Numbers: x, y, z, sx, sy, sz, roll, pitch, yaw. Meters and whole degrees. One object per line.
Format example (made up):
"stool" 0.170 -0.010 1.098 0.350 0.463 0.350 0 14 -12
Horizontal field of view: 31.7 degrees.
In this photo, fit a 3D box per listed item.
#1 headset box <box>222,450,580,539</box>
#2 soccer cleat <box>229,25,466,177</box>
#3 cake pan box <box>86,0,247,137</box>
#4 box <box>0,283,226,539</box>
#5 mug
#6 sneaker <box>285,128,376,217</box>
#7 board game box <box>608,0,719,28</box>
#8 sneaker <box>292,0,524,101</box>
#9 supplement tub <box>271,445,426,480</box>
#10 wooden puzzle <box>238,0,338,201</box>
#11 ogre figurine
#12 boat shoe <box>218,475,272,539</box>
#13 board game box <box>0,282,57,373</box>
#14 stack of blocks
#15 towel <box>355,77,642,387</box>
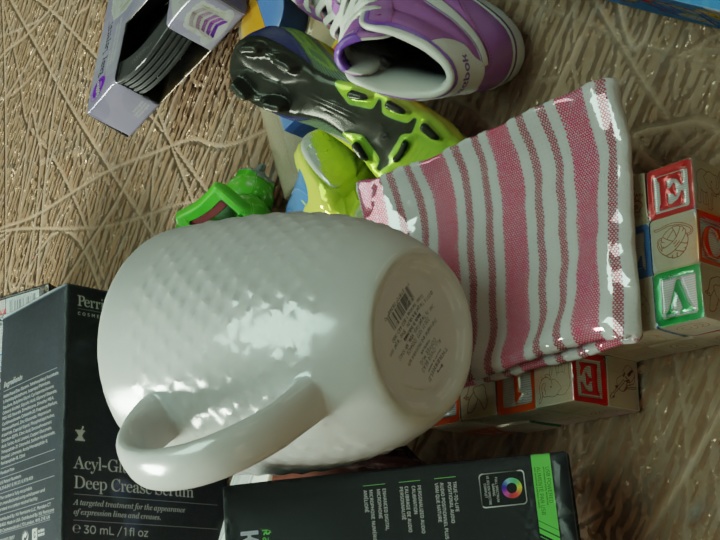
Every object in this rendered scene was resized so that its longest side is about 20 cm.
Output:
"headset box" 0.037 0.196 0.678 0.199 0.093 0.175 -6 73 6
"soccer cleat" 0.005 -0.111 0.862 0.200 0.084 0.065 30 122 14
"cake pan box" -0.162 -0.237 1.101 0.184 0.052 0.200 -38 38 40
"box" -0.194 0.129 0.994 0.107 0.148 0.201 -23 63 43
"mug" -0.047 0.052 0.684 0.175 0.200 0.148 -6 114 40
"sneaker" 0.000 0.000 0.879 0.105 0.076 0.200 -63 38 44
"board game box" 0.192 -0.246 0.719 0.200 0.056 0.196 30 102 49
"sneaker" -0.001 -0.171 0.824 0.200 0.114 0.073 29 125 27
"supplement tub" -0.007 0.179 0.795 0.107 0.107 0.201 -11 71 47
"wooden puzzle" -0.029 -0.180 0.966 0.200 0.046 0.186 -42 51 34
"ogre figurine" -0.109 -0.003 0.964 0.120 0.098 0.200 -46 7 26
"boat shoe" -0.063 0.157 0.902 0.069 0.072 0.201 -138 59 -69
"board game box" -0.314 0.135 1.128 0.159 0.097 0.201 -15 65 18
"stack of blocks" 0.125 0.023 0.720 0.200 0.058 0.116 -19 66 45
"towel" 0.072 -0.011 0.722 0.200 0.030 0.147 -20 66 45
